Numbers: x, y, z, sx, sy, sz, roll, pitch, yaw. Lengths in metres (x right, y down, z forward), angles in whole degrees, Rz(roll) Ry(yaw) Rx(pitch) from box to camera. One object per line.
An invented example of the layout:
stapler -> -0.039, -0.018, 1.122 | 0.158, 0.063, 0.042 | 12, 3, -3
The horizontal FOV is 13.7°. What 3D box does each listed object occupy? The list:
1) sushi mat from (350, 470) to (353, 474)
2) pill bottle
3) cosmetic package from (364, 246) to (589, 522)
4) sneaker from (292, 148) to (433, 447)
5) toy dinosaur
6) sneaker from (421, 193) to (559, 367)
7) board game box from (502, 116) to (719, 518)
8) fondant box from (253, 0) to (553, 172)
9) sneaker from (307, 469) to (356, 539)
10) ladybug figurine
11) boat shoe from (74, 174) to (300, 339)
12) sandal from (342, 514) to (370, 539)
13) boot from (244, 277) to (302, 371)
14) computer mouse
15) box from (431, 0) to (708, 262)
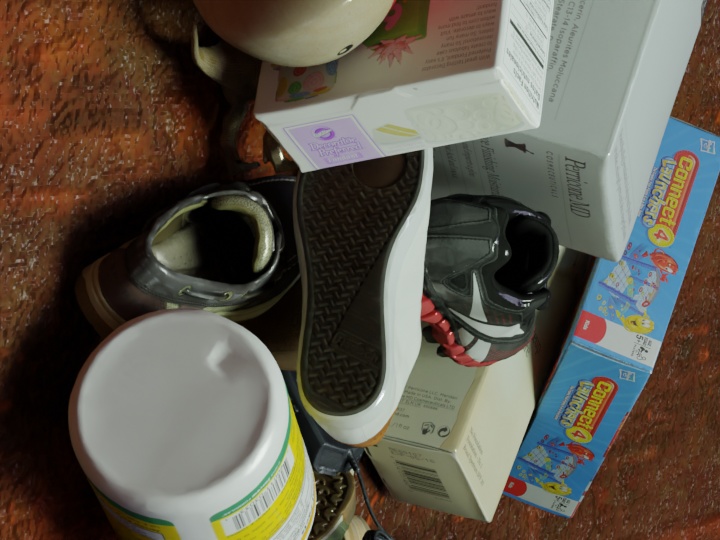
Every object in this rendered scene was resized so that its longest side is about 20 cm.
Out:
sushi mat -> -0.019, 0.091, 1.819 | 0.096, 0.012, 0.201 | 29, 75, -62
pill bottle -> -0.082, 0.107, 1.581 | 0.200, 0.112, 0.113 | 75, 35, -65
cosmetic package -> 0.073, 0.045, 1.896 | 0.201, 0.073, 0.104 | -67, 155, -23
sneaker -> 0.000, 0.000, 1.629 | 0.085, 0.072, 0.201 | 68, 29, -65
toy dinosaur -> -0.060, -0.104, 1.646 | 0.200, 0.058, 0.102 | -24, 106, -62
sneaker -> 0.077, 0.007, 1.736 | 0.200, 0.097, 0.071 | 41, 44, -63
board game box -> 0.166, 0.031, 1.980 | 0.196, 0.056, 0.201 | 111, 1, -56
fondant box -> 0.030, -0.159, 1.615 | 0.058, 0.144, 0.201 | 51, 38, -45
sneaker -> -0.069, 0.196, 1.720 | 0.200, 0.067, 0.090 | -45, 144, -45
ladybug figurine -> -0.020, -0.184, 1.572 | 0.072, 0.135, 0.201 | 57, 37, -47
boat shoe -> -0.070, -0.011, 1.607 | 0.073, 0.065, 0.200 | 56, 36, 1
sandal -> -0.048, 0.246, 1.789 | 0.069, 0.078, 0.213 | 4, 101, -29
boot -> -0.016, -0.018, 1.739 | 0.074, 0.075, 0.200 | 63, 31, -33
computer mouse -> -0.008, 0.124, 1.723 | 0.059, 0.034, 0.201 | -2, 60, -55
box -> 0.118, -0.139, 1.751 | 0.199, 0.130, 0.201 | 69, 39, -71
